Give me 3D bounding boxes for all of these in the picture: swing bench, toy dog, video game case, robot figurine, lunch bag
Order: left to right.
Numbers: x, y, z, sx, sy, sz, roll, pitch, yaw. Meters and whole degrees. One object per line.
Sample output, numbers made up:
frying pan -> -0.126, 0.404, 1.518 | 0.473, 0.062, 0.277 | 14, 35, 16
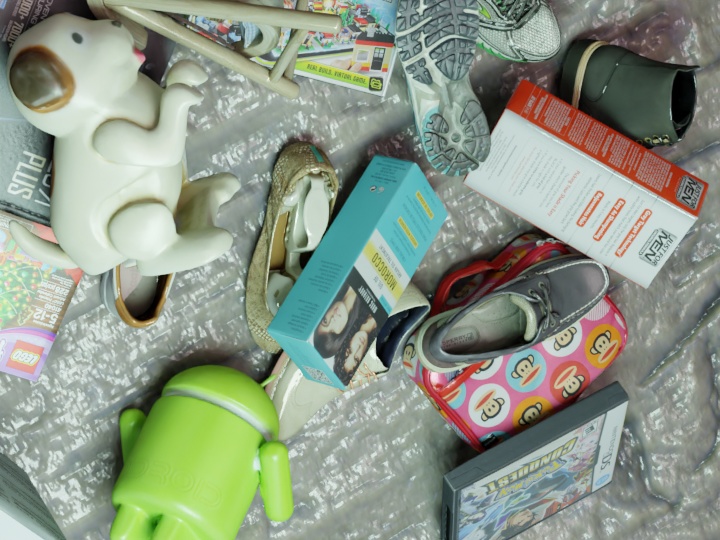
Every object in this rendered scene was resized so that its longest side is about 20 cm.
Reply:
toy dog -> -0.201, -0.108, 1.348 | 0.193, 0.140, 0.201 | -12, 118, 17
robot figurine -> -0.144, 0.171, 1.523 | 0.201, 0.175, 0.116 | -66, 148, -28
swing bench -> -0.111, -0.273, 1.373 | 0.199, 0.130, 0.200 | 16, 65, -13
lunch bag -> 0.143, 0.064, 1.670 | 0.200, 0.082, 0.176 | -44, 113, -6
video game case -> 0.169, 0.205, 1.694 | 0.199, 0.026, 0.181 | -26, 150, -15

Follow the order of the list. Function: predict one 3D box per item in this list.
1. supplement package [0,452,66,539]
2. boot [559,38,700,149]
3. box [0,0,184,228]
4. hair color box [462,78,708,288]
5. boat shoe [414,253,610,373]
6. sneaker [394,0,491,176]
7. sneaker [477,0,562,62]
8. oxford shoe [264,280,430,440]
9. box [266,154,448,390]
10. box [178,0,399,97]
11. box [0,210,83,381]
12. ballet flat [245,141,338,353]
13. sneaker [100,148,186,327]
supplement package -> -0.364, 0.237, 1.421 | 0.147, 0.200, 0.191 | 42, 87, -28
boot -> 0.251, -0.108, 1.622 | 0.077, 0.138, 0.201 | -18, 114, -37
box -> -0.264, -0.148, 1.416 | 0.163, 0.086, 0.201 | 21, 96, -29
hair color box -> 0.207, -0.079, 1.591 | 0.199, 0.061, 0.102 | 31, 131, 1
boat shoe -> 0.147, 0.041, 1.589 | 0.199, 0.065, 0.072 | -21, 96, -13
sneaker -> 0.063, -0.188, 1.552 | 0.077, 0.086, 0.201 | -12, 115, -10
sneaker -> 0.116, -0.257, 1.555 | 0.200, 0.085, 0.078 | 41, 86, -29
oxford shoe -> -0.017, 0.083, 1.592 | 0.200, 0.074, 0.071 | -52, 146, -1
box -> 0.000, 0.000, 1.543 | 0.200, 0.049, 0.082 | -59, 140, -21
box -> -0.057, -0.229, 1.514 | 0.199, 0.035, 0.111 | 11, 100, -26
box -> -0.339, -0.001, 1.450 | 0.199, 0.039, 0.137 | 20, 99, -28
ballet flat -> -0.060, -0.014, 1.558 | 0.070, 0.065, 0.201 | 0, 106, -25
sneaker -> -0.179, -0.047, 1.486 | 0.072, 0.085, 0.201 | -1, 104, -22
